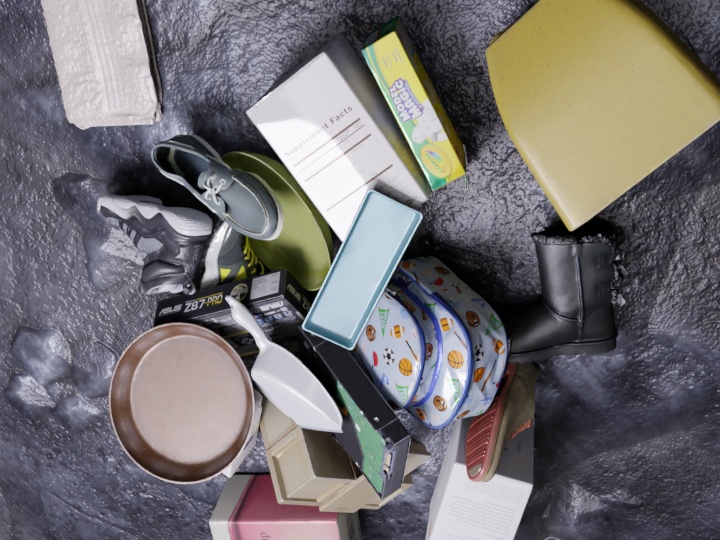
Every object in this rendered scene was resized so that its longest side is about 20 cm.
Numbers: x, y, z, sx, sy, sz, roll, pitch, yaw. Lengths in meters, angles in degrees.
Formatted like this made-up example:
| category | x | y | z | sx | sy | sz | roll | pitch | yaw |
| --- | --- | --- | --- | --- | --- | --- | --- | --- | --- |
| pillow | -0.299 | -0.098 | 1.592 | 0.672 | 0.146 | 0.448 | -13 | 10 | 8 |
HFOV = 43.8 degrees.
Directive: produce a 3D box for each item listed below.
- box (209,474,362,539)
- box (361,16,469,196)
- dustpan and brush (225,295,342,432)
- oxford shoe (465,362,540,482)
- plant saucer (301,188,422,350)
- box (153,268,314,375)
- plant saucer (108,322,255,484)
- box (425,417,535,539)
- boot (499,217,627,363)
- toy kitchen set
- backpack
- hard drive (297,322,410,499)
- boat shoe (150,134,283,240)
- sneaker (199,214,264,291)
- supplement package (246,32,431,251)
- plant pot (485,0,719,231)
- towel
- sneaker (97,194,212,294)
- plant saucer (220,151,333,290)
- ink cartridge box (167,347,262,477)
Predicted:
| category | x | y | z | sx | sy | sz | roll | pitch | yaw |
| --- | --- | --- | --- | --- | --- | --- | --- | --- | --- |
| box | -0.107 | 0.386 | 1.332 | 0.196 | 0.109 | 0.130 | -4 | 115 | 13 |
| box | 0.069 | -0.180 | 1.017 | 0.048 | 0.118 | 0.202 | -26 | 108 | 15 |
| dustpan and brush | -0.105 | 0.114 | 1.103 | 0.200 | 0.058 | 0.139 | 43 | 157 | -18 |
| oxford shoe | 0.187 | 0.185 | 1.129 | 0.074 | 0.202 | 0.070 | 32 | 144 | -11 |
| plant saucer | 0.000 | 0.000 | 1.038 | 0.069 | 0.019 | 0.202 | 23 | 118 | -7 |
| box | -0.147 | 0.078 | 1.181 | 0.197 | 0.050 | 0.162 | -15 | 140 | 21 |
| plant saucer | -0.223 | 0.166 | 1.139 | 0.196 | 0.034 | 0.204 | 0 | 91 | 11 |
| box | 0.159 | 0.305 | 1.214 | 0.104 | 0.153 | 0.203 | 15 | 119 | 4 |
| boot | 0.233 | 0.025 | 1.109 | 0.194 | 0.074 | 0.165 | -5 | 117 | 6 |
| toy kitchen set | -0.012 | 0.216 | 1.253 | 0.198 | 0.183 | 0.163 | 18 | 132 | -44 |
| backpack | 0.084 | 0.092 | 1.097 | 0.189 | 0.153 | 0.203 | 32 | 125 | 37 |
| hard drive | -0.012 | 0.169 | 1.112 | 0.201 | 0.037 | 0.141 | 51 | 155 | 30 |
| boat shoe | -0.172 | -0.096 | 1.054 | 0.199 | 0.061 | 0.074 | 39 | 118 | 27 |
| sneaker | -0.160 | -0.012 | 1.171 | 0.083 | 0.075 | 0.201 | 13 | 137 | -7 |
| supplement package | -0.018 | -0.151 | 1.046 | 0.119 | 0.122 | 0.201 | -31 | 105 | 21 |
| plant pot | 0.240 | -0.201 | 0.940 | 0.194 | 0.196 | 0.201 | -39 | 94 | 25 |
| towel | -0.319 | -0.275 | 1.099 | 0.130 | 0.035 | 0.203 | -2 | 115 | 12 |
| sneaker | -0.272 | -0.032 | 1.141 | 0.198 | 0.075 | 0.116 | 15 | 101 | 36 |
| plant saucer | -0.100 | -0.066 | 1.108 | 0.199 | 0.031 | 0.202 | 35 | 147 | 26 |
| ink cartridge box | -0.199 | 0.196 | 1.218 | 0.116 | 0.068 | 0.201 | 35 | 151 | 10 |
